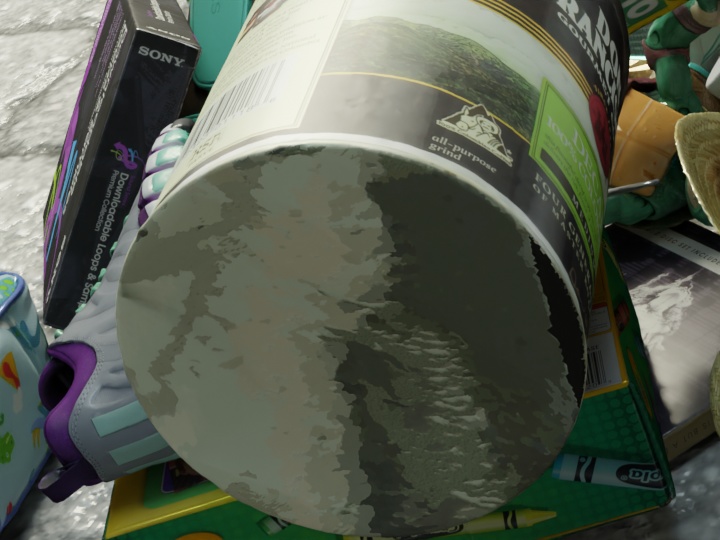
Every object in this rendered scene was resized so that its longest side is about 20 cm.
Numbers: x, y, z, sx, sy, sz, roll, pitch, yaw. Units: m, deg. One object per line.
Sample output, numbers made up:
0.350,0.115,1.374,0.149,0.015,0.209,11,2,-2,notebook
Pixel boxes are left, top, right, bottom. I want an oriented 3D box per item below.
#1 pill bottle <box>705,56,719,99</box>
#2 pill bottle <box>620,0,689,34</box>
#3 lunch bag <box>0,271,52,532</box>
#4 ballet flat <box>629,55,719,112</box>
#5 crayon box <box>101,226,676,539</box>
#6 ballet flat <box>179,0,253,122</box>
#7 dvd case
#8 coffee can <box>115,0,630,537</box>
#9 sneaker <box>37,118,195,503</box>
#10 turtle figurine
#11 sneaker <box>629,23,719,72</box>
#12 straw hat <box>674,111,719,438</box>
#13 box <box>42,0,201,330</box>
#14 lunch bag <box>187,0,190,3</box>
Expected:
0.217,-0.039,0.632,0.200,0.112,0.112,33,46,3,pill bottle
0.142,-0.176,0.761,0.200,0.113,0.113,-28,27,12,pill bottle
-0.225,0.085,0.863,0.160,0.083,0.200,-10,31,19,lunch bag
0.082,-0.072,0.958,0.200,0.068,0.072,15,64,42,ballet flat
0.009,0.059,0.743,0.199,0.058,0.119,-17,28,11,crayon box
-0.061,-0.075,0.990,0.068,0.068,0.201,2,71,37,ballet flat
0.081,0.045,0.794,0.200,0.016,0.149,-31,29,-16,dvd case
0.013,-0.029,0.674,0.146,0.147,0.200,-11,31,19,coffee can
-0.088,0.009,0.766,0.087,0.075,0.200,-24,28,9,sneaker
0.102,-0.061,0.843,0.200,0.101,0.150,23,71,33,turtle figurine
0.165,-0.163,0.923,0.080,0.200,0.071,-22,59,-16,sneaker
0.167,0.040,0.665,0.085,0.201,0.201,-57,17,25,straw hat
-0.120,-0.062,0.959,0.036,0.143,0.200,16,12,-15,box
0.002,-0.189,1.156,0.160,0.083,0.200,-2,31,32,lunch bag
